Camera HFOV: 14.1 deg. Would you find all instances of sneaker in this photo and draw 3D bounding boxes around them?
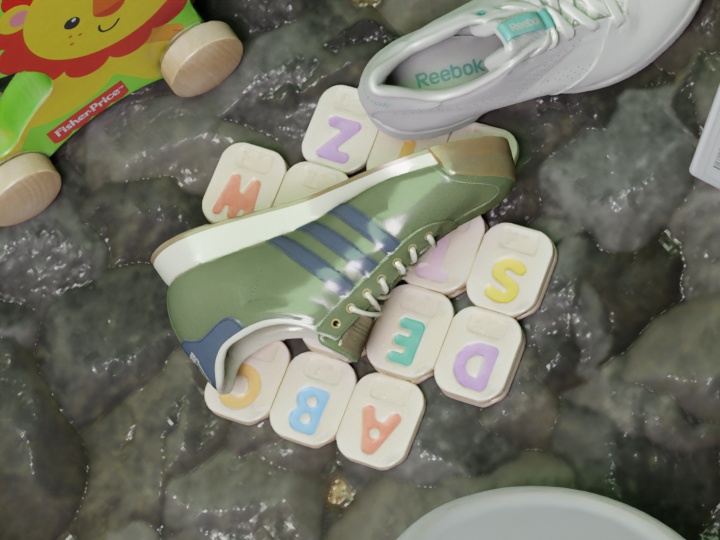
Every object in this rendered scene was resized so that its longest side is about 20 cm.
[{"bbox_3d":[-0.005,0.004,1.514,0.199,0.067,0.090,-18,74,8],"label":"sneaker"},{"bbox_3d":[0.092,-0.125,1.523,0.199,0.088,0.076,-26,83,3],"label":"sneaker"}]

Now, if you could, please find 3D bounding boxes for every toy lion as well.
[{"bbox_3d":[-0.157,-0.130,1.546,0.200,0.192,0.069,-36,65,1],"label":"toy lion"}]

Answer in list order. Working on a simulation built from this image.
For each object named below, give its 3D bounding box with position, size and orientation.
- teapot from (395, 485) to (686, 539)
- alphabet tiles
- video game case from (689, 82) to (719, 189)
[{"bbox_3d":[0.089,0.211,1.386,0.196,0.147,0.201,2,36,-5],"label":"teapot"},{"bbox_3d":[0.000,0.000,1.553,0.199,0.015,0.197,17,76,20],"label":"alphabet tiles"},{"bbox_3d":[0.273,-0.070,1.457,0.199,0.018,0.144,29,117,23],"label":"video game case"}]
